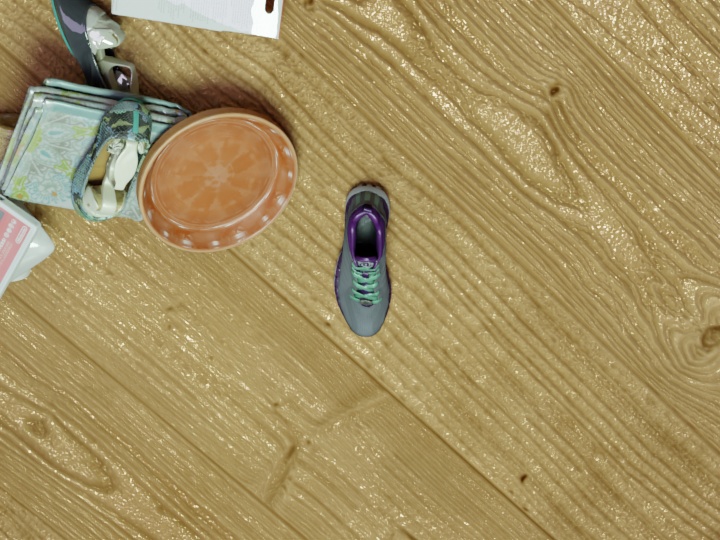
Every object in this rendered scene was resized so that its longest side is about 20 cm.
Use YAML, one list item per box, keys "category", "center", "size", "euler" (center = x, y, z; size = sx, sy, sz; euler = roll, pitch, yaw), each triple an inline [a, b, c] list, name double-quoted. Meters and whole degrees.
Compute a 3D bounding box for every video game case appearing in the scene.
- category: "video game case"
  center: [-0.495, -0.057, 1.574]
  size: [0.199, 0.017, 0.144]
  euler: [35, 114, -2]

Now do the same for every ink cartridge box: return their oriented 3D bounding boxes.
- category: "ink cartridge box"
  center: [-0.182, -0.338, 1.517]
  size: [0.197, 0.050, 0.110]
  euler: [9, 113, -1]

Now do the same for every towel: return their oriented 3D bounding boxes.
- category: "towel"
  center: [-0.316, -0.141, 1.560]
  size: [0.198, 0.049, 0.172]
  euler: [10, 137, -29]

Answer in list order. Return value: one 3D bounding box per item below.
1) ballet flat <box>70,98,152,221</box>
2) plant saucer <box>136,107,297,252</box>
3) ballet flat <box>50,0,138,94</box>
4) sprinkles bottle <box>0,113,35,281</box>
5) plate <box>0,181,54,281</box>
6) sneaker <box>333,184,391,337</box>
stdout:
- category: "ballet flat"
  center: [-0.288, -0.107, 1.517]
  size: [0.073, 0.075, 0.201]
  euler: [22, 135, -6]
- category: "plant saucer"
  center: [-0.172, -0.110, 1.582]
  size: [0.198, 0.032, 0.202]
  euler: [-15, 135, -16]
- category: "ballet flat"
  center: [-0.301, -0.251, 1.551]
  size: [0.072, 0.073, 0.202]
  euler: [-10, 118, 8]
- category: "sprinkles bottle"
  center: [-0.434, -0.090, 1.630]
  size: [0.067, 0.068, 0.202]
  euler: [11, 113, -1]
- category: "plate"
  center: [-0.503, -0.052, 1.605]
  size: [0.199, 0.032, 0.200]
  euler: [-32, 102, 21]
- category: "sneaker"
  center: [0.000, 0.000, 1.627]
  size: [0.073, 0.088, 0.203]
  euler: [0, 113, 4]
